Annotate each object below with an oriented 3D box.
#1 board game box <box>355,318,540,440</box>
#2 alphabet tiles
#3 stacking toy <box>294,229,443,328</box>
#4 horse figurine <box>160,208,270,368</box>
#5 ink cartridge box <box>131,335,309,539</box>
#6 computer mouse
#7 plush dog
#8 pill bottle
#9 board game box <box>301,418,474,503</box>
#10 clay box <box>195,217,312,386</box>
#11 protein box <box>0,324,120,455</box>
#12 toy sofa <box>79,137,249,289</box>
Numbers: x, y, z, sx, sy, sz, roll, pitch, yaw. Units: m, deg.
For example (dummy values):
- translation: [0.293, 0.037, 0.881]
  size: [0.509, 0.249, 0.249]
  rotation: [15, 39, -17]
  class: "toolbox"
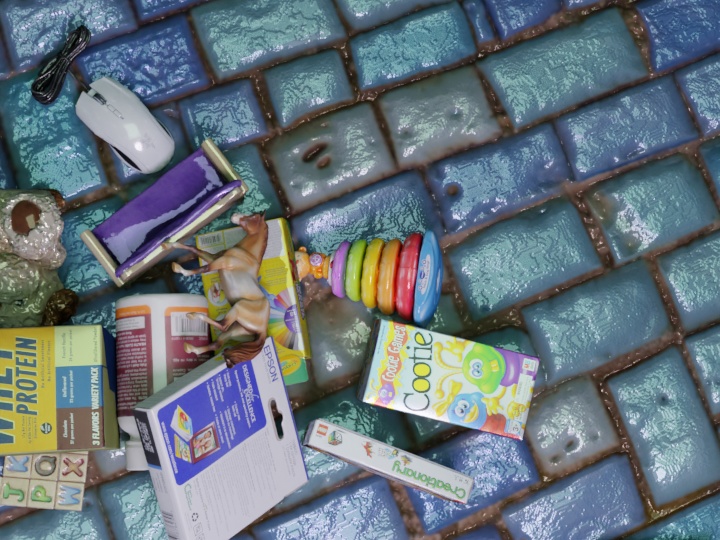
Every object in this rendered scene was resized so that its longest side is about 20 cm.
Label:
- translation: [0.104, 0.132, 1.512]
  size: [0.198, 0.103, 0.106]
  rotation: [14, 86, -4]
  class: "board game box"
- translation: [-0.410, 0.183, 1.500]
  size: [0.165, 0.008, 0.203]
  rotation: [6, 82, -6]
  class: "alphabet tiles"
- translation: [0.000, 0.000, 1.537]
  size: [0.198, 0.110, 0.118]
  rotation: [8, 82, 10]
  class: "stacking toy"
- translation: [-0.153, 0.027, 1.445]
  size: [0.131, 0.050, 0.202]
  rotation: [-4, 65, -30]
  class: "horse figurine"
- translation: [-0.159, 0.204, 1.437]
  size: [0.199, 0.047, 0.200]
  rotation: [-31, 115, -46]
  class: "ink cartridge box"
- translation: [-0.314, -0.205, 1.546]
  size: [0.200, 0.044, 0.110]
  rotation: [41, 79, 0]
  class: "computer mouse"
- translation: [-0.411, -0.009, 1.478]
  size: [0.198, 0.160, 0.174]
  rotation: [3, 96, 22]
  class: "plush dog"
- translation: [-0.234, 0.133, 1.472]
  size: [0.113, 0.114, 0.203]
  rotation: [-2, 83, -7]
  class: "pill bottle"
- translation: [0.029, 0.229, 1.483]
  size: [0.198, 0.126, 0.035]
  rotation: [21, 80, -3]
  class: "board game box"
- translation: [-0.128, 0.046, 1.518]
  size: [0.114, 0.048, 0.203]
  rotation: [-11, 85, 9]
  class: "clay box"
- translation: [-0.382, 0.141, 1.405]
  size: [0.197, 0.199, 0.137]
  rotation: [-2, 82, -6]
  class: "protein box"
- translation: [-0.238, -0.070, 1.509]
  size: [0.199, 0.098, 0.083]
  rotation: [-38, 88, -9]
  class: "toy sofa"
